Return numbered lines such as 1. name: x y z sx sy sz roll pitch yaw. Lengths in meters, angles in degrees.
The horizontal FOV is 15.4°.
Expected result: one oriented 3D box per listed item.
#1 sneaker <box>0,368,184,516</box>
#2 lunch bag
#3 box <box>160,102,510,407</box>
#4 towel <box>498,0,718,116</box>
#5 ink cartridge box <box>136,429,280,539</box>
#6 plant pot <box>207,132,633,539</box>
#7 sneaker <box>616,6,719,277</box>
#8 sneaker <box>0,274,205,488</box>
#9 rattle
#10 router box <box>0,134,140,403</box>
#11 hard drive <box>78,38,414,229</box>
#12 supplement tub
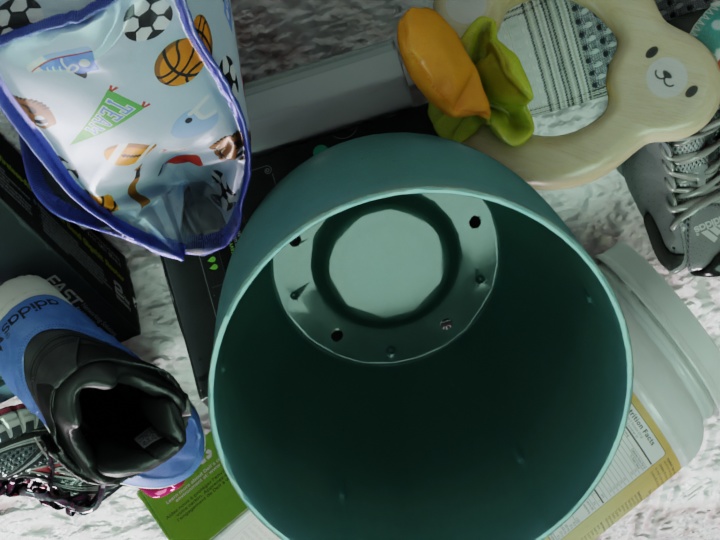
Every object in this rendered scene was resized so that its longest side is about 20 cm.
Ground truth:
1. sneaker: -0.184 0.114 1.572 0.199 0.075 0.080 -14 172 -37
2. lunch bag: -0.118 -0.120 1.280 0.123 0.171 0.200 -18 146 10
3. box: 0.000 0.000 1.477 0.199 0.125 0.149 -18 166 4
4. towel: 0.147 -0.165 1.425 0.191 0.035 0.201 -16 142 2
5. ink cartridge box: -0.020 0.133 1.718 0.200 0.076 0.148 -41 140 0
6. plant pot: 0.021 0.023 1.300 0.199 0.161 0.202 -2 114 -5
7. sneaker: 0.192 -0.060 1.467 0.074 0.116 0.200 -15 161 -7
8. sneaker: -0.129 0.089 1.477 0.077 0.111 0.200 -42 139 -5
9. rattle: 0.127 -0.115 1.320 0.198 0.131 0.143 3 154 10
10. router box: -0.235 -0.001 1.480 0.149 0.062 0.200 -27 141 13
11. hard drive: -0.069 -0.071 1.435 0.199 0.026 0.132 -17 170 2
12. supplement tub: 0.118 0.090 1.618 0.200 0.145 0.145 -38 141 -3
